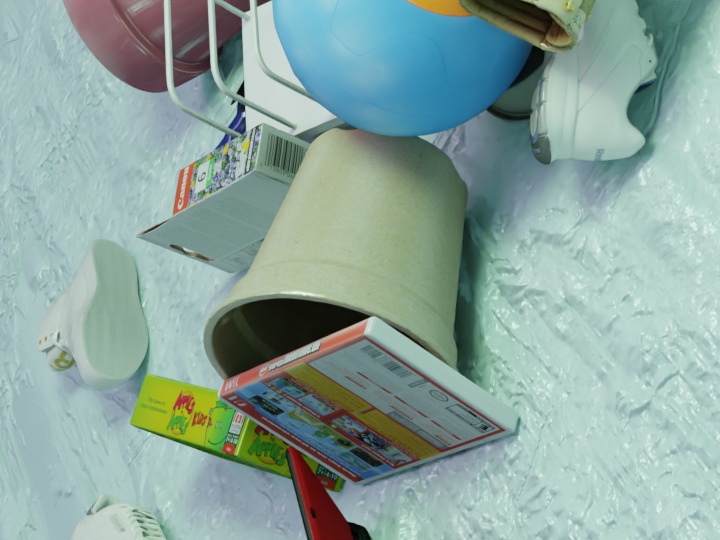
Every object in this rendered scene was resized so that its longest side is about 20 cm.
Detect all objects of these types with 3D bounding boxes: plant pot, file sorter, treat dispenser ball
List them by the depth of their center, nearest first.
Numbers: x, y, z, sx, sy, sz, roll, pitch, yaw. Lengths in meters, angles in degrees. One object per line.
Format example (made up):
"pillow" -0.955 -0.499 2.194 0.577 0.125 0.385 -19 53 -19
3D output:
"treat dispenser ball" 0.034 -0.200 1.672 0.201 0.200 0.202 -36 43 43
"plant pot" 0.000 0.000 1.724 0.200 0.200 0.185 -28 37 48
"file sorter" -0.051 -0.205 1.885 0.199 0.124 0.140 -20 62 32
"plant pot" -0.163 -0.295 2.166 0.178 0.200 0.202 -24 50 30

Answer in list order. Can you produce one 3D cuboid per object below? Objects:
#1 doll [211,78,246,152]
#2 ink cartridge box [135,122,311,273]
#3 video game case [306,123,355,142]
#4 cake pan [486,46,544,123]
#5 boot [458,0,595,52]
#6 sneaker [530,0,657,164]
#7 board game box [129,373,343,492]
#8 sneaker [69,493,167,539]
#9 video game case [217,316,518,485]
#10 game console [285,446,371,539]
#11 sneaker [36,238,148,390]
"doll" -0.087 -0.158 2.039 0.201 0.048 0.136 -61 21 2
"ink cartridge box" -0.099 -0.060 1.973 0.199 0.108 0.051 -24 52 51
"video game case" -0.028 -0.212 2.045 0.143 0.018 0.202 -10 64 55
"cake pan" 0.132 -0.216 1.752 0.200 0.036 0.202 -28 54 47
"boot" 0.179 -0.218 1.556 0.073 0.198 0.156 77 -148 -62
"sneaker" 0.172 -0.169 1.632 0.075 0.086 0.202 107 169 -79
"board game box" -0.099 0.132 1.860 0.199 0.101 0.048 7 76 59
"sneaker" -0.203 0.246 1.992 0.199 0.076 0.081 9 69 58
"video game case" 0.003 0.100 1.676 0.199 0.143 0.018 -25 38 50
"game console" -0.036 0.265 1.659 0.173 0.118 0.201 -51 34 27
"sneaker" -0.264 0.073 2.202 0.116 0.073 0.201 -52 24 29
